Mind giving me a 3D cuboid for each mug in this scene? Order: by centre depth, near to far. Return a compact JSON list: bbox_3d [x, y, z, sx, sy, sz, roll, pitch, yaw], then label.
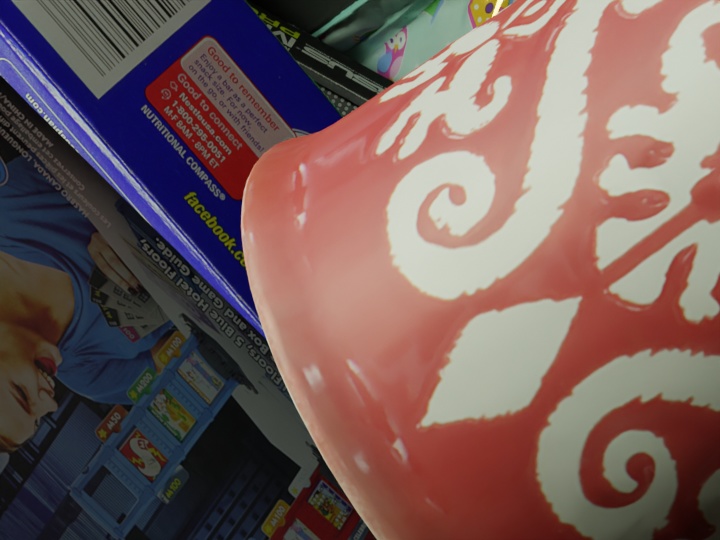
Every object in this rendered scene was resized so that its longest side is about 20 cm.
[{"bbox_3d":[0.096,-0.032,0.466,0.199,0.134,0.178,-36,13,22],"label":"mug"}]

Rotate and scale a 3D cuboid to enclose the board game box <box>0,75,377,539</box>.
[{"bbox_3d":[-0.069,0.086,0.417,0.062,0.200,0.200,-39,9,42],"label":"board game box"}]

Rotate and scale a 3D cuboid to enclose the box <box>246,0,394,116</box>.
[{"bbox_3d":[-0.091,-0.018,0.937,0.201,0.159,0.044,-60,2,20],"label":"box"}]

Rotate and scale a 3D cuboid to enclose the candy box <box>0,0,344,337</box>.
[{"bbox_3d":[-0.078,0.005,0.693,0.077,0.169,0.200,-46,9,-39],"label":"candy box"}]

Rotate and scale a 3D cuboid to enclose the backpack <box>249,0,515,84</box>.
[{"bbox_3d":[0.064,-0.144,0.978,0.199,0.154,0.176,-24,-6,-35],"label":"backpack"}]
